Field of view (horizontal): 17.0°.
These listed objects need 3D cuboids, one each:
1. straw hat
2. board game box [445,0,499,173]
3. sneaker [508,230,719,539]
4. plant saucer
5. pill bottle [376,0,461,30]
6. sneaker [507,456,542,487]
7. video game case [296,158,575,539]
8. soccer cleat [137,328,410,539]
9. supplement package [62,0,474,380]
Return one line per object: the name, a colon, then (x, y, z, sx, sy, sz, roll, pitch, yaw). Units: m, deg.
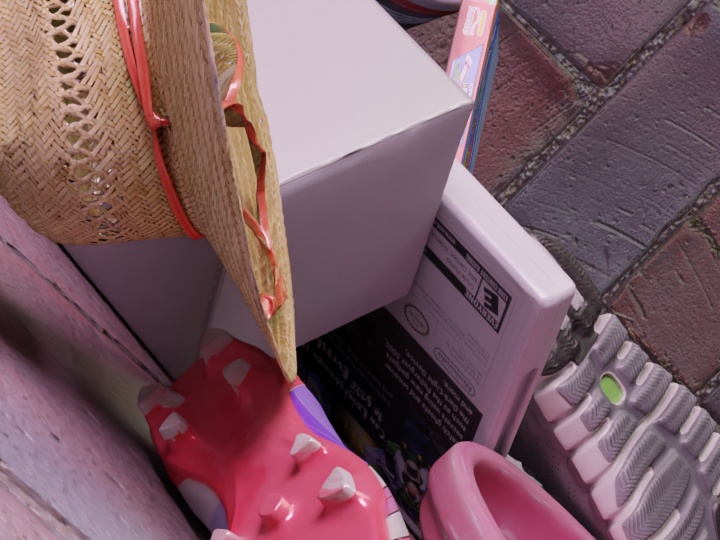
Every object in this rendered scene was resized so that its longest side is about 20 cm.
straw hat: (-0.077, -0.055, 0.752, 0.201, 0.085, 0.202, -9, 90, -87)
board game box: (0.037, -0.023, 1.151, 0.019, 0.200, 0.103, 12, -11, 4)
sneaker: (0.085, 0.072, 1.067, 0.115, 0.075, 0.200, -14, -66, 52)
plant saucer: (0.087, 0.157, 0.937, 0.201, 0.051, 0.201, 46, 10, -11)
pill bottle: (-0.015, -0.169, 1.234, 0.114, 0.114, 0.200, 42, -29, -23)
sneaker: (0.068, 0.109, 1.155, 0.084, 0.073, 0.200, 13, 22, -11)
video game case: (0.000, 0.000, 1.030, 0.200, 0.023, 0.182, 48, -36, 25)
soccer cleat: (-0.015, 0.085, 0.750, 0.076, 0.067, 0.200, 46, 2, -30)
supplement package: (-0.071, -0.073, 0.950, 0.200, 0.117, 0.117, 48, -37, 25)
